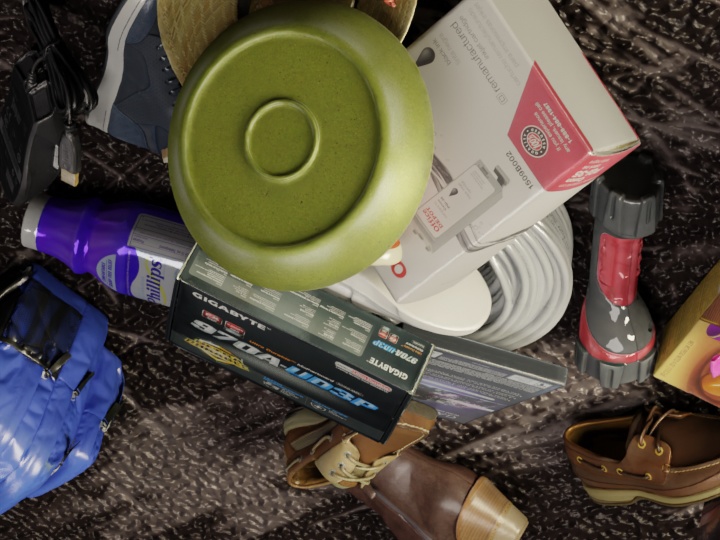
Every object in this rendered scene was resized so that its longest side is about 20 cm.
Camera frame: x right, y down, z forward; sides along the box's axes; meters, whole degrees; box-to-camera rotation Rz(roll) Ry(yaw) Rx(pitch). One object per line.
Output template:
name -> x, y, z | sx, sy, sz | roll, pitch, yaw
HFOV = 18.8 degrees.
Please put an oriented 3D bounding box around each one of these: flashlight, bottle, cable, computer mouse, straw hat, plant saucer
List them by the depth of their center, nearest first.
plant saucer -> -0.048, -0.087, 1.469 | 0.200, 0.201, 0.031 | -1, 176, 22
straw hat -> -0.036, -0.189, 1.536 | 0.201, 0.202, 0.085 | 1, 178, 21
flashlight -> 0.201, 0.003, 1.663 | 0.068, 0.068, 0.200 | 12, 138, 11
computer mouse -> -0.236, -0.108, 1.692 | 0.046, 0.141, 0.200 | -8, 141, -26
cable -> 0.070, -0.015, 1.698 | 0.200, 0.069, 0.200 | 15, 136, 6
bottle -> -0.179, -0.016, 1.796 | 0.200, 0.065, 0.084 | 16, 142, 6

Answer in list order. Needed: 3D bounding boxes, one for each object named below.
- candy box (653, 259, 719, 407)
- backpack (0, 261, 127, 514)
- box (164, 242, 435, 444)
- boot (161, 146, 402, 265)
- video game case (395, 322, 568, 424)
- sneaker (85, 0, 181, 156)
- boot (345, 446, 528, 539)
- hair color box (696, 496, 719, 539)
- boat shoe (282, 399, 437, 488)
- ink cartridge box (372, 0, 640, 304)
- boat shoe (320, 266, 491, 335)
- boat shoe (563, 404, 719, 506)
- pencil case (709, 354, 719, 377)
candy box -> 0.321, 0.032, 1.655 | 0.116, 0.057, 0.200 | 25, 139, -6
backpack -> -0.305, 0.121, 1.889 | 0.168, 0.200, 0.162 | 38, 135, -18
box -> -0.050, 0.056, 1.688 | 0.200, 0.046, 0.159 | 26, 159, 1
boot -> -0.055, -0.052, 1.539 | 0.200, 0.075, 0.108 | 5, 108, 32
video game case -> 0.061, 0.085, 1.765 | 0.143, 0.019, 0.200 | 17, 163, -17
sneaker -> -0.119, -0.143, 1.622 | 0.146, 0.077, 0.202 | 31, 147, 4
boot -> 0.055, 0.230, 1.976 | 0.166, 0.072, 0.200 | 31, 140, 7
hair color box -> 0.326, 0.201, 1.719 | 0.064, 0.200, 0.111 | 40, 135, -19
boat shoe -> -0.003, 0.150, 1.854 | 0.076, 0.074, 0.200 | 19, 160, -25
ink cartridge box -> 0.073, -0.089, 1.538 | 0.200, 0.083, 0.147 | -39, 79, 32
boat shoe -> 0.000, 0.000, 1.644 | 0.200, 0.072, 0.069 | 18, 158, -7
boat shoe -> 0.244, 0.147, 1.777 | 0.200, 0.072, 0.068 | -12, 125, 49
pencil case -> 0.355, 0.047, 1.558 | 0.199, 0.088, 0.089 | 4, 136, 14
